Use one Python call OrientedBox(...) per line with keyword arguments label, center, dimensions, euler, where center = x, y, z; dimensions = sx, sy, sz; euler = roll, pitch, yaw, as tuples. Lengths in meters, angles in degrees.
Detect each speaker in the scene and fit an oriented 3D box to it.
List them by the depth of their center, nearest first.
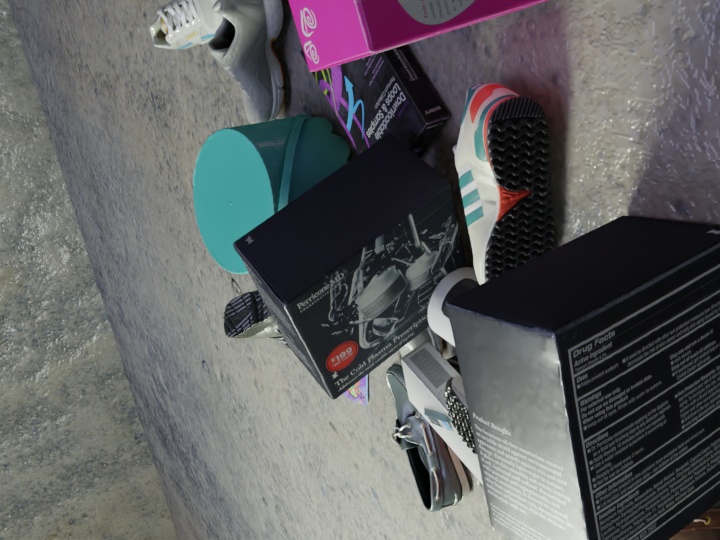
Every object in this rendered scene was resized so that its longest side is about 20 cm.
OrientedBox(label="speaker", center=(0.156, 0.072, 0.802), dimensions=(0.200, 0.081, 0.082), euler=(36, 140, 47))

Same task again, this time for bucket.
OrientedBox(label="bucket", center=(-0.109, -0.092, 1.042), dimensions=(0.206, 0.134, 0.210), euler=(14, 109, 45))

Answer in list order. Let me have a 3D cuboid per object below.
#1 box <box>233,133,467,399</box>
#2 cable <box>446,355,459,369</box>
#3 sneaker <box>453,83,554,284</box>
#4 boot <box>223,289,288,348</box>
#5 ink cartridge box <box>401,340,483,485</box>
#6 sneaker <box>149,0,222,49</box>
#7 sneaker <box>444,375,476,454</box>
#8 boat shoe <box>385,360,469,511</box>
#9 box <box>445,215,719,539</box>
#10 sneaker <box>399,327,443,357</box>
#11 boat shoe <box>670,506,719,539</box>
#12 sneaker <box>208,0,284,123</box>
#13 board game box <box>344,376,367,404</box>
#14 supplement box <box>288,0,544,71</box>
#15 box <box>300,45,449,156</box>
OrientedBox(label="box", center=(0.000, 0.000, 0.849), dimensions=(0.104, 0.199, 0.183), euler=(44, 165, 37))
OrientedBox(label="cable", center=(0.142, 0.131, 0.905), dimensions=(0.199, 0.050, 0.098), euler=(25, 133, 50))
OrientedBox(label="sneaker", center=(0.126, -0.076, 0.759), dimensions=(0.094, 0.070, 0.202), euler=(-120, 19, -55))
OrientedBox(label="boot", center=(-0.067, 0.046, 1.040), dimensions=(0.199, 0.130, 0.068), euler=(-22, 66, 37))
OrientedBox(label="ink cartridge box", center=(0.129, 0.199, 0.935), dimensions=(0.200, 0.044, 0.177), euler=(47, 162, 36))
OrientedBox(label="sneaker", center=(-0.243, -0.363, 1.190), dimensions=(0.199, 0.080, 0.077), euler=(-9, 101, 61))
OrientedBox(label="sneaker", center=(0.172, 0.161, 0.796), dimensions=(0.200, 0.093, 0.071), euler=(42, 158, 17))
OrientedBox(label="boat shoe", center=(0.075, 0.217, 1.081), dimensions=(0.202, 0.061, 0.073), euler=(66, 156, 4))
OrientedBox(label="box", center=(0.189, 0.086, 0.623), dimensions=(0.123, 0.199, 0.201), euler=(17, 125, 56))
OrientedBox(label="sneaker", center=(0.030, 0.047, 0.999), dimensions=(0.075, 0.091, 0.202), euler=(-5, 107, 61))
OrientedBox(label="boat shoe", center=(0.277, 0.232, 0.735), dimensions=(0.200, 0.071, 0.068), euler=(151, 128, -71))
OrientedBox(label="sneaker", center=(-0.154, -0.273, 1.068), dimensions=(0.076, 0.091, 0.201), euler=(45, 146, 36))
OrientedBox(label="board game box", center=(-0.049, 0.117, 1.252), dimensions=(0.158, 0.039, 0.202), euler=(41, 143, 41))
OrientedBox(label="supplement box", center=(0.050, -0.231, 0.627), dimensions=(0.103, 0.199, 0.102), euler=(6, 116, 59))
OrientedBox(label="box", center=(0.009, -0.206, 0.903), dimensions=(0.201, 0.036, 0.143), euler=(59, 152, 12))
